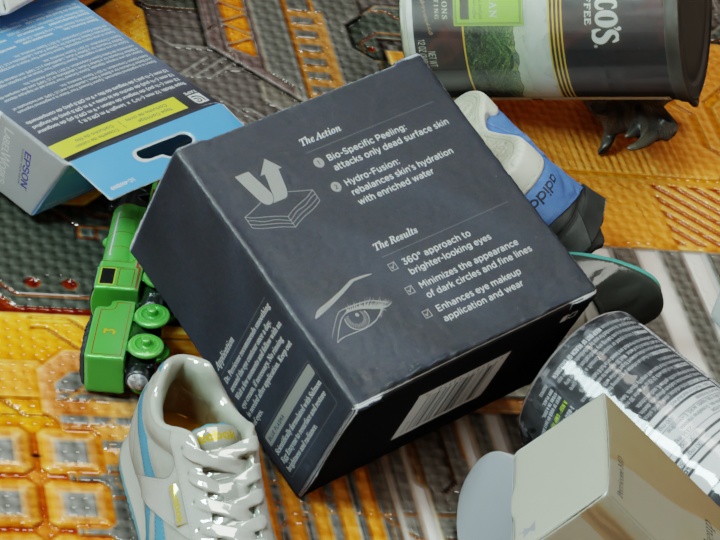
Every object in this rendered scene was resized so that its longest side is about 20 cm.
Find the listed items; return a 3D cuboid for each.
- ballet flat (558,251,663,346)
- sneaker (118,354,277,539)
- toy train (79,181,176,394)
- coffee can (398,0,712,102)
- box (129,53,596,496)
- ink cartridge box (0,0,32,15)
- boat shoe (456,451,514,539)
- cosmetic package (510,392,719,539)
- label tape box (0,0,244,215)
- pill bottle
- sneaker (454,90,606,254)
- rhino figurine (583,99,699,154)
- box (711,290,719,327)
[{"bbox_3d":[0.097,0.019,1.805,0.199,0.068,0.069,12,46,11],"label":"ballet flat"},{"bbox_3d":[-0.086,0.135,1.566,0.076,0.081,0.200,-3,43,-27],"label":"sneaker"},{"bbox_3d":[-0.142,0.008,1.743,0.056,0.042,0.200,4,37,1],"label":"toy train"},{"bbox_3d":[0.141,-0.193,1.964,0.199,0.147,0.147,0,34,16],"label":"coffee can"},{"bbox_3d":[0.000,0.000,1.688,0.196,0.118,0.200,-23,69,-33],"label":"box"},{"bbox_3d":[-0.249,-0.241,1.926,0.144,0.084,0.200,-5,21,38],"label":"ink cartridge box"},{"bbox_3d":[0.121,0.188,1.602,0.070,0.071,0.200,23,23,-40],"label":"boat shoe"},{"bbox_3d":[0.174,0.175,1.536,0.200,0.071,0.105,44,24,-21],"label":"cosmetic package"},{"bbox_3d":[-0.187,-0.098,1.832,0.200,0.066,0.143,37,41,26],"label":"label tape box"},{"bbox_3d":[0.200,0.122,1.672,0.106,0.106,0.200,-24,53,-41],"label":"pill bottle"},{"bbox_3d":[0.107,-0.053,1.894,0.111,0.077,0.200,45,-1,-20],"label":"sneaker"},{"bbox_3d":[0.208,-0.143,2.046,0.087,0.060,0.200,0,36,11],"label":"rhino figurine"},{"bbox_3d":[0.335,-0.026,1.832,0.124,0.200,0.098,-11,45,-32],"label":"box"}]
